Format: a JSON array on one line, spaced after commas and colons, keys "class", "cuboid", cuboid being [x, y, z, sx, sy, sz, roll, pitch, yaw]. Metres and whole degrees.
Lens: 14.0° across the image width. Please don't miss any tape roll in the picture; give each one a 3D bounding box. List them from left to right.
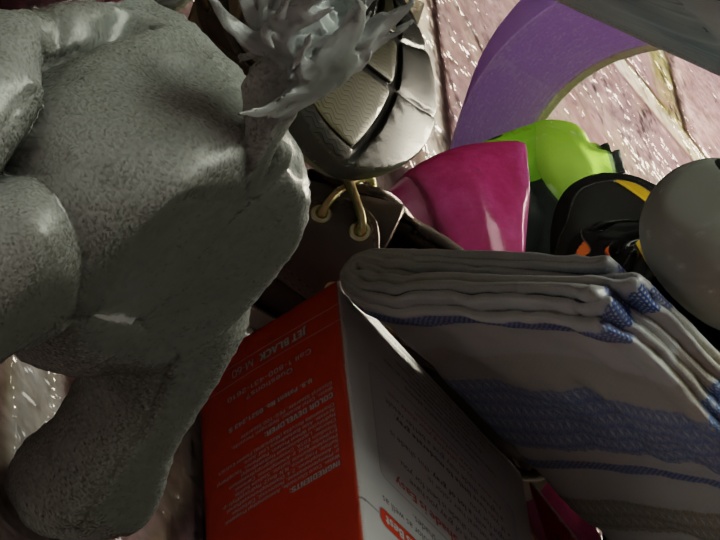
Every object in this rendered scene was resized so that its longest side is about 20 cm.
[{"class": "tape roll", "cuboid": [0.139, -0.042, 1.267, 0.200, 0.200, 0.066, 53, 18, -12]}]

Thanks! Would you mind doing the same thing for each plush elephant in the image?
[{"class": "plush elephant", "cuboid": [-0.094, -0.048, 0.768, 0.165, 0.200, 0.155, 12, 33, -55]}]

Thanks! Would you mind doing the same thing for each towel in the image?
[{"class": "towel", "cuboid": [0.092, 0.062, 0.935, 0.200, 0.024, 0.147, 46, -22, -28]}]

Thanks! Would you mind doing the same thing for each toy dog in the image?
[{"class": "toy dog", "cuboid": [0.165, 0.006, 0.920, 0.132, 0.096, 0.200, 47, 6, 15]}]

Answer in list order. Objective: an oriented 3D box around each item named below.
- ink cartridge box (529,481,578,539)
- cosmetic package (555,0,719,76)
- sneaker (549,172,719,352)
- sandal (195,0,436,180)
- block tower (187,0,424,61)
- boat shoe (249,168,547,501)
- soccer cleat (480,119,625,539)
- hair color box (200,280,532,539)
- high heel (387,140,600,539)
[{"class": "ink cartridge box", "cuboid": [0.092, 0.187, 0.964, 0.200, 0.047, 0.160, -125, -166, -55]}, {"class": "cosmetic package", "cuboid": [0.091, -0.148, 0.923, 0.199, 0.123, 0.200, 28, -1, 29]}, {"class": "sneaker", "cuboid": [0.114, 0.009, 1.074, 0.200, 0.070, 0.090, -103, -174, -51]}, {"class": "sandal", "cuboid": [-0.021, -0.089, 0.947, 0.080, 0.057, 0.201, 52, 16, -31]}, {"class": "block tower", "cuboid": [-0.021, -0.083, 1.095, 0.054, 0.058, 0.200, 22, 9, 6]}, {"class": "boat shoe", "cuboid": [0.000, 0.000, 1.011, 0.200, 0.060, 0.072, 37, 31, -7]}, {"class": "soccer cleat", "cuboid": [0.084, 0.038, 1.222, 0.068, 0.081, 0.200, -130, -152, -86]}, {"class": "hair color box", "cuboid": [0.007, 0.109, 0.909, 0.111, 0.064, 0.200, 48, 19, -30]}, {"class": "high heel", "cuboid": [0.068, 0.044, 1.104, 0.200, 0.096, 0.067, 57, -19, 22]}]
